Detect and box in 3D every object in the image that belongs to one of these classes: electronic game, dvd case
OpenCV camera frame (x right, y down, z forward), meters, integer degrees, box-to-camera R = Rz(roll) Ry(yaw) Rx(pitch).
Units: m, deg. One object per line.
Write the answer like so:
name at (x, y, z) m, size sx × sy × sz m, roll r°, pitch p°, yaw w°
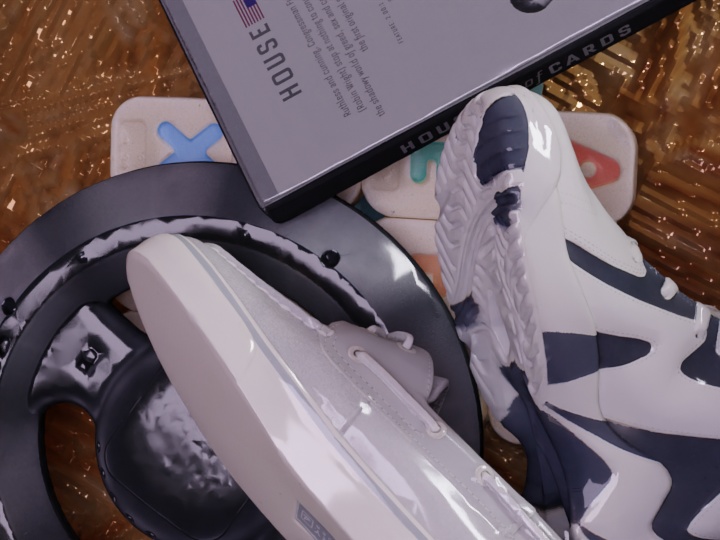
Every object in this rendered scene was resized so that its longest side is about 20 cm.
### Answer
electronic game at (-0.055, 0.061, 1.006) m, size 0.200 × 0.042 × 0.200 m, roll 1°, pitch 94°, yaw 11°
dvd case at (0.026, -0.125, 0.991) m, size 0.200 × 0.025 × 0.150 m, roll -28°, pitch 66°, yaw 4°

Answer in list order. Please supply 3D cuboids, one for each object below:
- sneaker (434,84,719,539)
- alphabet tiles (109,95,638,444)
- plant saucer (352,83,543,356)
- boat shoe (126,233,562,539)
sneaker at (0.108, 0.019, 0.955) m, size 0.130 × 0.079 × 0.199 m, roll -21°, pitch 101°, yaw -18°
alphabet tiles at (0.000, 0.000, 1.015) m, size 0.195 × 0.015 × 0.200 m, roll 4°, pitch 95°, yaw 15°
plant saucer at (0.030, -0.064, 1.026) m, size 0.070 × 0.019 × 0.200 m, roll 8°, pitch 92°, yaw 15°
boat shoe at (0.002, 0.055, 0.941) m, size 0.069 × 0.072 × 0.200 m, roll -35°, pitch 66°, yaw -22°
